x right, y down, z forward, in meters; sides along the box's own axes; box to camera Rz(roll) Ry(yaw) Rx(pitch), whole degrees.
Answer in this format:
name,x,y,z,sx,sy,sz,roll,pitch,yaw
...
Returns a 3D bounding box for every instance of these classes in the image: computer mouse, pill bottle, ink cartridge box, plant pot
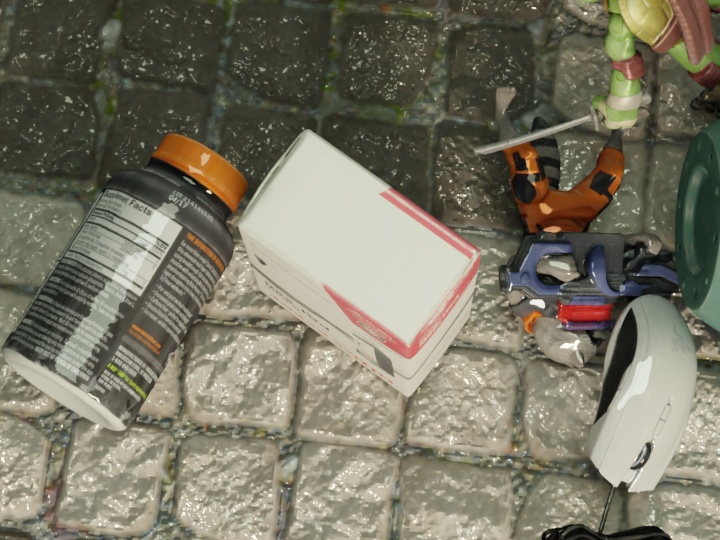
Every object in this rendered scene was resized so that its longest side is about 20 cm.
name,x,y,z,sx,sy,sz,roll,pitch,yaw
computer mouse,0.194,0.114,1.403,0.109,0.044,0.202,19,81,-30
pill bottle,-0.158,0.003,1.425,0.106,0.106,0.201,30,76,7
ink cartridge box,0.000,0.000,1.380,0.145,0.200,0.085,35,82,8
plant pot,0.307,-0.031,1.388,0.159,0.201,0.203,3,74,-5

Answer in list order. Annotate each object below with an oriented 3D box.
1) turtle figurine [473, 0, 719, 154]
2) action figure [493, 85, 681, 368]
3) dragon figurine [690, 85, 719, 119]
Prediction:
name,x,y,z,sx,sy,sz,roll,pitch,yaw
turtle figurine,0.194,-0.176,1.416,0.192,0.200,0.145,13,48,-28
action figure,0.166,-0.023,1.465,0.198,0.104,0.196,10,79,-29
dragon figurine,0.335,-0.156,1.493,0.199,0.099,0.059,-35,102,-18
